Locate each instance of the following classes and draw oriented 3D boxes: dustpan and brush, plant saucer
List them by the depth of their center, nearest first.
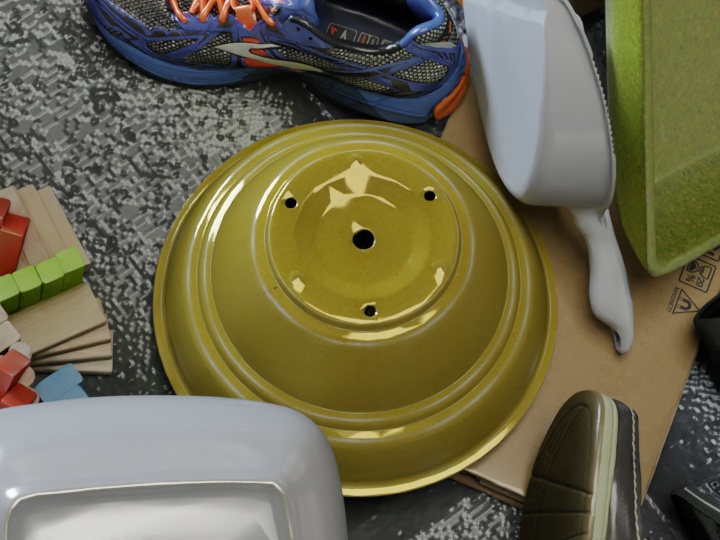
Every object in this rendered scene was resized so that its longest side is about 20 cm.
[{"bbox_3d":[0.099,-0.053,1.288,0.057,0.140,0.201,-8,103,-13],"label":"dustpan and brush"},{"bbox_3d":[0.182,-0.122,1.317,0.048,0.201,0.199,16,30,40],"label":"plant saucer"}]

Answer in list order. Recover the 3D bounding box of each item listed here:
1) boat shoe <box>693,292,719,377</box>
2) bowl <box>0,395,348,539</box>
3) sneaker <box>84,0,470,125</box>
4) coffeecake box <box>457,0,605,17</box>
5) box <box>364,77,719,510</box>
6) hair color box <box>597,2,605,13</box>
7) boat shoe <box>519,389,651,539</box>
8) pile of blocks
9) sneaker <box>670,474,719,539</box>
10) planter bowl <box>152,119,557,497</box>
[{"bbox_3d":[0.250,-0.010,1.338,0.201,0.074,0.063,-40,105,-22],"label":"boat shoe"},{"bbox_3d":[-0.096,0.156,1.189,0.199,0.075,0.201,-2,87,-12],"label":"bowl"},{"bbox_3d":[-0.040,-0.133,1.334,0.199,0.078,0.076,9,65,1],"label":"sneaker"},{"bbox_3d":[0.053,-0.231,1.344,0.073,0.154,0.200,-31,72,-19],"label":"coffeecake box"},{"bbox_3d":[0.090,0.018,1.333,0.163,0.021,0.200,23,68,0],"label":"box"},{"bbox_3d":[0.108,-0.246,1.397,0.060,0.100,0.200,-28,77,-18],"label":"hair color box"},{"bbox_3d":[0.114,0.159,1.255,0.066,0.072,0.202,10,80,-21],"label":"boat shoe"},{"bbox_3d":[-0.155,0.045,1.258,0.082,0.062,0.201,0,70,-10],"label":"pile of blocks"},{"bbox_3d":[0.192,0.189,1.259,0.086,0.080,0.200,-25,69,-7],"label":"sneaker"},{"bbox_3d":[0.000,0.000,1.271,0.200,0.084,0.201,1,66,-3],"label":"planter bowl"}]
